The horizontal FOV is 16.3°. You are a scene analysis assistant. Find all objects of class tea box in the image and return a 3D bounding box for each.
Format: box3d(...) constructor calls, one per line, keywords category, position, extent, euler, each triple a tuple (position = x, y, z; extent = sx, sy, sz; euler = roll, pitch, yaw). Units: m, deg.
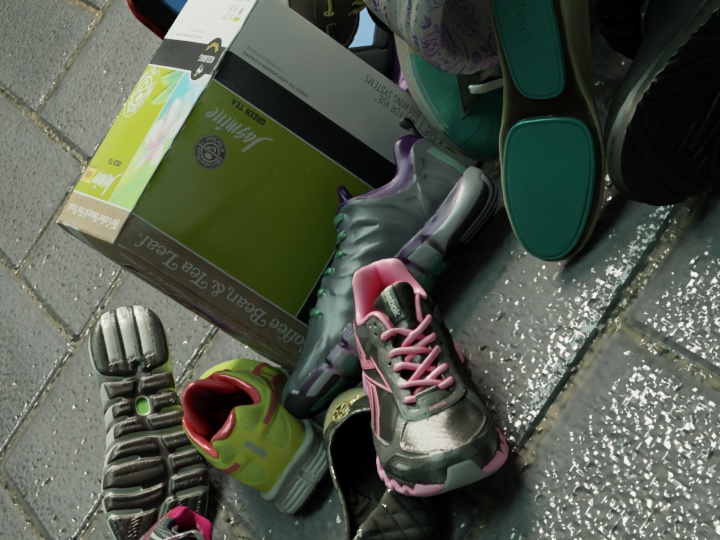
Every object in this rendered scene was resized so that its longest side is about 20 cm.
box3d(category="tea box", position=(-0.062, -0.057, 1.704), extent=(0.197, 0.200, 0.133), euler=(-59, 24, -7))

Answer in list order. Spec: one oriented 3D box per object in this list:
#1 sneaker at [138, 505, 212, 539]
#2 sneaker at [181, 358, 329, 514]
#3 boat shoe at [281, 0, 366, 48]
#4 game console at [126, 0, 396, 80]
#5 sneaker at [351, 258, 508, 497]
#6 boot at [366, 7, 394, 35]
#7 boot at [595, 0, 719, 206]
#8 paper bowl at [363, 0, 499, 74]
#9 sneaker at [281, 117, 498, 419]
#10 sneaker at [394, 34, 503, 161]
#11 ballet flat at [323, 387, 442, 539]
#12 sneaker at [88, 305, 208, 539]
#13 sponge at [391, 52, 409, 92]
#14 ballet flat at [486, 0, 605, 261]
box3d(category="sneaker", position=(-0.113, 0.207, 1.625), extent=(0.075, 0.080, 0.200), euler=(-54, 24, 0))
box3d(category="sneaker", position=(-0.084, 0.093, 1.698), extent=(0.078, 0.090, 0.200), euler=(-59, 22, -1))
box3d(category="boat shoe", position=(-0.020, -0.204, 1.707), extent=(0.201, 0.060, 0.072), euler=(73, -145, -63))
box3d(category="game console", position=(-0.062, -0.225, 1.854), extent=(0.171, 0.119, 0.201), euler=(-5, 46, 14))
box3d(category="sneaker", position=(0.031, 0.058, 1.498), extent=(0.079, 0.096, 0.200), euler=(-18, 28, -5))
box3d(category="boot", position=(0.064, -0.241, 1.848), extent=(0.200, 0.068, 0.130), euler=(-45, 19, -14))
box3d(category="boot", position=(0.180, -0.132, 1.486), extent=(0.212, 0.079, 0.158), euler=(-54, 28, -14))
box3d(category="paper bowl", position=(0.078, -0.227, 1.519), extent=(0.104, 0.200, 0.201), euler=(44, 104, 22))
box3d(category="sneaker", position=(0.000, 0.000, 1.637), extent=(0.200, 0.087, 0.074), euler=(-51, -12, 0))
box3d(category="sneaker", position=(0.066, -0.171, 1.645), extent=(0.071, 0.201, 0.080), euler=(-20, 2, -32))
box3d(category="ballet flat", position=(0.007, 0.123, 1.529), extent=(0.067, 0.057, 0.200), euler=(-49, 25, 14))
box3d(category="sneaker", position=(-0.148, 0.134, 1.812), extent=(0.116, 0.075, 0.201), euler=(89, 173, -65))
box3d(category="sponge", position=(0.026, -0.169, 1.885), extent=(0.112, 0.030, 0.200), euler=(-47, 26, 20))
box3d(category="ballet flat", position=(0.117, -0.105, 1.506), extent=(0.070, 0.069, 0.201), euler=(-112, 15, -62))
